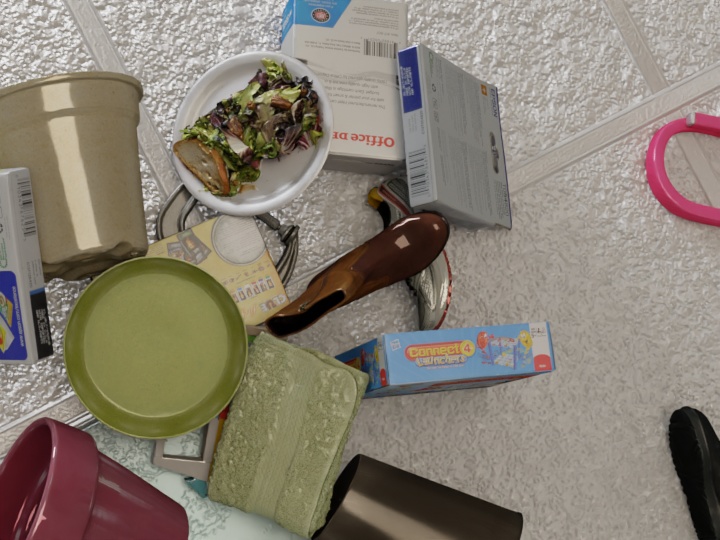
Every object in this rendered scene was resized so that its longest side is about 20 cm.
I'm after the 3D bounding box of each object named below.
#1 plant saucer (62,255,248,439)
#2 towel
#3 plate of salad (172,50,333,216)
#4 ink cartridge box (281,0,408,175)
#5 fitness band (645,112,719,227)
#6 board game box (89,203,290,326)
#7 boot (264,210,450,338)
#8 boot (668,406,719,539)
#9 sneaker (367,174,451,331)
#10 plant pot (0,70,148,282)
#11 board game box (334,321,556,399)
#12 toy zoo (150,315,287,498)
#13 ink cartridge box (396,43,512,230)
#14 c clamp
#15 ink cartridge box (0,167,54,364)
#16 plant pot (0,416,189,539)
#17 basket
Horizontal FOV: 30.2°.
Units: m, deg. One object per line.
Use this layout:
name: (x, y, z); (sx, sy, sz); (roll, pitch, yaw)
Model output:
plant saucer: (-0.223, 0.083, 1.457); (0.199, 0.031, 0.201); (-1, 95, -8)
towel: (-0.084, 0.181, 1.474); (0.148, 0.036, 0.201); (19, 93, 13)
plate of salad: (-0.128, -0.162, 1.533); (0.199, 0.048, 0.201); (-4, 75, 16)
ink cartridge box: (-0.022, -0.225, 1.616); (0.145, 0.084, 0.201); (5, 79, -16)
fitness band: (0.477, -0.132, 1.780); (0.199, 0.037, 0.144); (11, 77, -14)
board game box: (-0.194, 0.024, 1.527); (0.199, 0.035, 0.136); (-23, 89, -14)
boot: (0.000, 0.000, 1.484); (0.188, 0.200, 0.069); (-22, 93, 18)
boot: (0.489, 0.250, 1.691); (0.162, 0.073, 0.199); (-16, 92, -17)
sneaker: (0.057, -0.016, 1.614); (0.082, 0.078, 0.201); (-10, 75, -12)
plant pot: (-0.311, -0.091, 1.435); (0.199, 0.200, 0.184); (-12, 81, -19)
board game box: (0.092, 0.106, 1.529); (0.199, 0.196, 0.056); (-3, 80, -18)
toy zoo: (-0.162, 0.158, 1.509); (0.130, 0.020, 0.201); (9, 94, -19)
ink cartridge box: (0.116, -0.155, 1.631); (0.200, 0.040, 0.201); (16, 65, -55)
c clamp: (-0.149, -0.062, 1.576); (0.200, 0.027, 0.171); (41, 71, -6)
ink cartridge box: (-0.421, -0.002, 1.390); (0.047, 0.199, 0.199); (-25, 112, -61)
plant pot: (-0.288, 0.276, 1.392); (0.178, 0.200, 0.201); (26, 72, -27)
basket: (0.057, 0.305, 1.516); (0.199, 0.136, 0.181); (32, 84, -5)
